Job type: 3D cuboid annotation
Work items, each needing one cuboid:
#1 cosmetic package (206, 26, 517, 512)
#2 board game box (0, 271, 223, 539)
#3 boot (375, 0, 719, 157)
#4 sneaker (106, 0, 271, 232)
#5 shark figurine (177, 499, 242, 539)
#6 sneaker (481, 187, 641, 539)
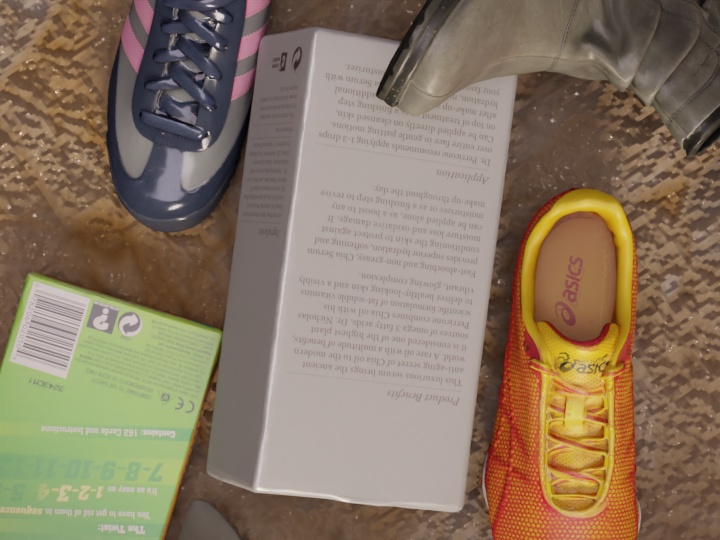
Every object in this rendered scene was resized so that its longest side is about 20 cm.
[{"bbox_3d":[0.000,0.000,0.969,0.101,0.071,0.200,8,89,-23],"label":"cosmetic package"},{"bbox_3d":[-0.136,0.110,1.010,0.095,0.030,0.200,17,88,3],"label":"board game box"},{"bbox_3d":[0.103,-0.096,0.935,0.131,0.200,0.068,40,133,6],"label":"boot"},{"bbox_3d":[-0.076,-0.117,0.984,0.070,0.082,0.200,11,90,2],"label":"sneaker"},{"bbox_3d":[0.004,0.196,0.975,0.214,0.090,0.128,17,91,4],"label":"shark figurine"},{"bbox_3d":[0.089,0.062,0.972,0.073,0.077,0.200,-2,85,4],"label":"sneaker"}]
